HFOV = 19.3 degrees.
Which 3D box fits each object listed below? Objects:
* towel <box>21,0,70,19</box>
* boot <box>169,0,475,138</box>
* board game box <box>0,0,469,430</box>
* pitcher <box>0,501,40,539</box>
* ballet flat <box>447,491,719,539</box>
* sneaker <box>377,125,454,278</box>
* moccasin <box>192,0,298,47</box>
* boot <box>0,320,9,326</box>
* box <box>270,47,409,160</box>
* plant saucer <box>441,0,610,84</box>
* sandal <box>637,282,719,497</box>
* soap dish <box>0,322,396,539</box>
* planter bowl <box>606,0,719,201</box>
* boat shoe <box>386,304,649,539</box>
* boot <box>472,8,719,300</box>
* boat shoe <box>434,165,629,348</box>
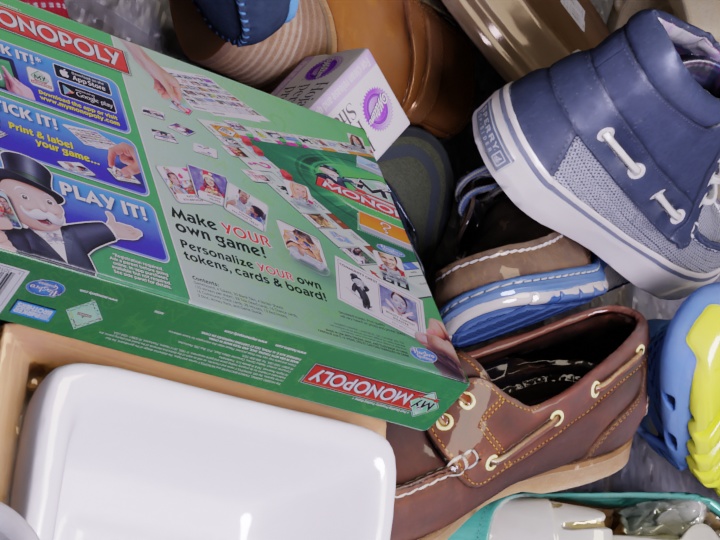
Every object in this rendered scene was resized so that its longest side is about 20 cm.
[{"bbox_3d":[-0.157,-0.059,0.798,0.144,0.022,0.201,-8,74,-46],"label":"towel"},{"bbox_3d":[-0.017,-0.157,0.951,0.155,0.077,0.201,14,53,-43],"label":"boot"},{"bbox_3d":[-0.064,-0.023,0.718,0.199,0.029,0.135,18,35,-35],"label":"board game box"},{"bbox_3d":[-0.187,0.127,0.567,0.171,0.122,0.200,8,45,10],"label":"pitcher"},{"bbox_3d":[0.095,0.119,0.902,0.200,0.070,0.068,3,72,-42],"label":"ballet flat"},{"bbox_3d":[0.000,0.000,0.870,0.074,0.081,0.200,48,41,-13],"label":"sneaker"},{"bbox_3d":[-0.088,-0.164,0.789,0.068,0.080,0.200,-41,125,-23],"label":"moccasin"},{"bbox_3d":[-0.182,0.011,0.680,0.200,0.075,0.097,-22,79,-34],"label":"boot"},{"bbox_3d":[-0.053,-0.014,0.815,0.200,0.039,0.042,-48,120,-37],"label":"box"},{"bbox_3d":[0.072,-0.135,0.996,0.200,0.029,0.200,47,17,-20],"label":"plant saucer"},{"bbox_3d":[0.152,0.052,0.951,0.087,0.200,0.080,38,80,23],"label":"sandal"},{"bbox_3d":[-0.074,0.131,0.691,0.157,0.081,0.201,16,76,-37],"label":"soap dish"},{"bbox_3d":[0.200,-0.092,1.053,0.134,0.200,0.201,0,65,-17],"label":"planter bowl"},{"bbox_3d":[0.037,0.061,0.854,0.200,0.071,0.070,-19,43,-37],"label":"boat shoe"},{"bbox_3d":[0.134,-0.046,0.893,0.200,0.090,0.073,18,46,-57],"label":"boot"},{"bbox_3d":[0.071,-0.014,0.933,0.073,0.072,0.200,70,19,1],"label":"boat shoe"}]
